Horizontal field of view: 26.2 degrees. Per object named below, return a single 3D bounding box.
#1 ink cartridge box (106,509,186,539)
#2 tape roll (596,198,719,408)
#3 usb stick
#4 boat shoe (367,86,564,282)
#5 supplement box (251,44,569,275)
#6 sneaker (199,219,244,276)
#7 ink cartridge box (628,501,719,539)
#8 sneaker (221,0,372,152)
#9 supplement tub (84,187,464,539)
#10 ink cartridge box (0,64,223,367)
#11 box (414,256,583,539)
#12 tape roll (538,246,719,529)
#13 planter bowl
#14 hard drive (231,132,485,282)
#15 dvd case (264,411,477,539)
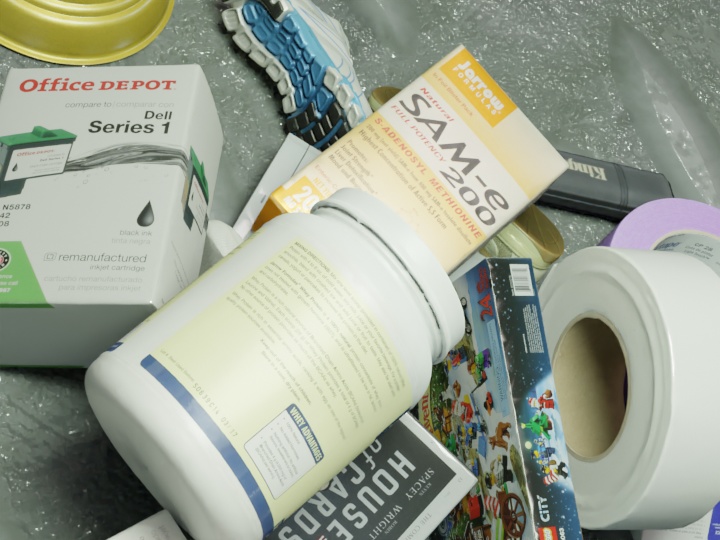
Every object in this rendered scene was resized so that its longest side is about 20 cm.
[{"bbox_3d":[-0.165,0.253,0.892,0.199,0.083,0.147,-25,74,-37],"label":"ink cartridge box"},{"bbox_3d":[0.272,0.042,1.264,0.199,0.066,0.201,13,56,-19],"label":"tape roll"},{"bbox_3d":[0.178,-0.076,1.311,0.199,0.033,0.056,11,56,-21],"label":"usb stick"},{"bbox_3d":[0.072,-0.064,1.236,0.201,0.063,0.073,43,30,6],"label":"boat shoe"},{"bbox_3d":[0.037,-0.054,1.132,0.200,0.074,0.126,-41,86,-23],"label":"supplement box"},{"bbox_3d":[-0.051,0.049,1.094,0.088,0.075,0.201,-26,85,-38],"label":"sneaker"},{"bbox_3d":[0.259,0.142,1.164,0.099,0.039,0.202,9,95,-16],"label":"ink cartridge box"},{"bbox_3d":[-0.027,-0.157,1.236,0.086,0.075,0.201,-15,73,-51],"label":"sneaker"},{"bbox_3d":[-0.049,0.057,0.933,0.200,0.145,0.145,-39,82,-20],"label":"supplement tub"},{"bbox_3d":[-0.180,-0.039,1.035,0.145,0.085,0.201,0,55,9],"label":"ink cartridge box"},{"bbox_3d":[0.086,0.108,1.058,0.037,0.137,0.202,0,70,-26],"label":"box"},{"bbox_3d":[0.190,0.083,1.109,0.070,0.203,0.204,3,59,-25],"label":"tape roll"},{"bbox_3d":[-0.225,-0.263,1.189,0.199,0.084,0.202,13,56,-20],"label":"planter bowl"},{"bbox_3d":[0.000,0.000,1.166,0.199,0.027,0.132,32,59,-6],"label":"hard drive"},{"bbox_3d":[-0.044,0.124,1.024,0.200,0.025,0.150,43,87,4],"label":"dvd case"}]
